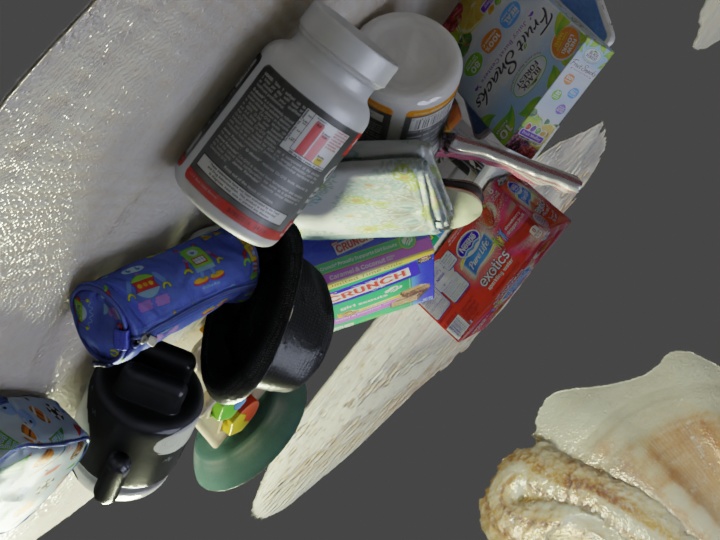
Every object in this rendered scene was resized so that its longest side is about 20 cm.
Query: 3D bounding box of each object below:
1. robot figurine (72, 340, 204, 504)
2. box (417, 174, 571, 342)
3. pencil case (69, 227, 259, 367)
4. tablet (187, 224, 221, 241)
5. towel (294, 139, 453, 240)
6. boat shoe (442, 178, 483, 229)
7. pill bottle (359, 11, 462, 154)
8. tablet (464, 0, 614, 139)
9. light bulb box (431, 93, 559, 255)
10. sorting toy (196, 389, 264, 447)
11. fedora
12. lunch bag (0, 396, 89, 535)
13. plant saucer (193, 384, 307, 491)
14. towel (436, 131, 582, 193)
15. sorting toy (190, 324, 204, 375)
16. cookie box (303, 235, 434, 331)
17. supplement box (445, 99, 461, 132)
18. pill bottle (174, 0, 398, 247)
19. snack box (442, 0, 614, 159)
[{"bbox_3d":[-0.243,0.159,1.300,0.150,0.125,0.200,-22,152,-45],"label":"robot figurine"},{"bbox_3d":[0.166,-0.017,1.571,0.200,0.100,0.095,-55,163,27],"label":"box"},{"bbox_3d":[-0.181,0.022,1.162,0.200,0.087,0.078,-27,142,-46],"label":"pencil case"},{"bbox_3d":[-0.145,-0.019,1.334,0.200,0.014,0.130,-29,156,-54],"label":"tablet"},{"bbox_3d":[-0.011,-0.083,1.249,0.171,0.199,0.048,63,26,-67],"label":"towel"},{"bbox_3d":[0.069,-0.091,1.484,0.199,0.071,0.063,-3,-139,40],"label":"boat shoe"},{"bbox_3d":[0.035,-0.166,1.268,0.116,0.116,0.200,-41,165,-24],"label":"pill bottle"},{"bbox_3d":[0.188,-0.248,1.351,0.014,0.131,0.200,17,140,-40],"label":"tablet"},{"bbox_3d":[0.129,-0.137,1.601,0.198,0.125,0.200,-27,156,-55],"label":"light bulb box"},{"bbox_3d":[-0.137,0.141,1.550,0.185,0.036,0.200,-49,168,-13],"label":"sorting toy"},{"bbox_3d":[-0.086,0.053,1.262,0.091,0.201,0.201,26,112,-30],"label":"fedora"},{"bbox_3d":[-0.356,0.196,1.165,0.160,0.076,0.200,-46,167,3],"label":"lunch bag"},{"bbox_3d":[-0.162,0.210,1.667,0.199,0.036,0.200,-32,-151,20],"label":"plant saucer"},{"bbox_3d":[0.154,-0.116,1.325,0.200,0.146,0.030,-109,-143,-82],"label":"towel"},{"bbox_3d":[-0.136,0.053,1.523,0.200,0.036,0.185,-51,167,-8],"label":"sorting toy"},{"bbox_3d":[0.000,0.000,1.441,0.170,0.076,0.200,-18,162,-2],"label":"cookie box"},{"bbox_3d":[0.029,-0.136,1.428,0.200,0.066,0.069,-49,166,0],"label":"supplement box"},{"bbox_3d":[-0.064,-0.130,1.072,0.200,0.116,0.116,-51,165,12],"label":"pill bottle"},{"bbox_3d":[0.165,-0.236,1.309,0.053,0.200,0.142,17,119,-39],"label":"snack box"}]
